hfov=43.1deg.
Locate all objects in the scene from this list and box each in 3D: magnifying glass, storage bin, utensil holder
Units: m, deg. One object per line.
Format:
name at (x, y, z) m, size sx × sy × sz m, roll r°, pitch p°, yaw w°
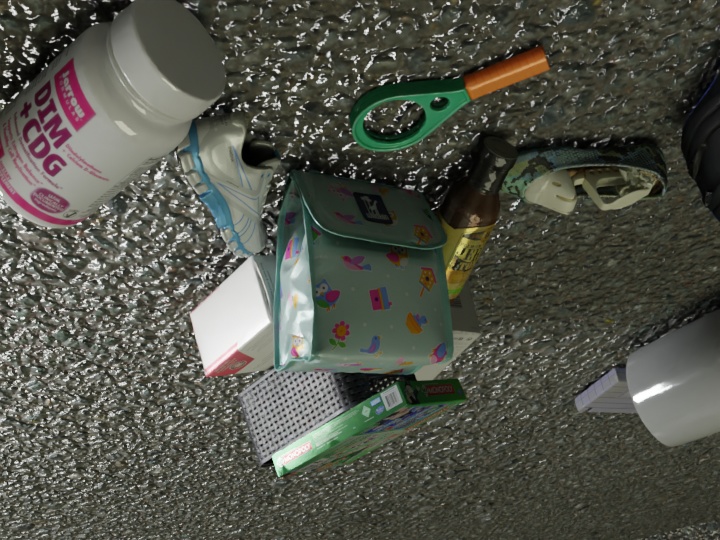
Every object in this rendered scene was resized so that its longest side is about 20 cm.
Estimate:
magnifying glass at (0.082, -0.164, 0.864) m, size 0.196 × 0.023 × 0.080 m, roll -21°, pitch 147°, yaw 16°
storage bin at (-0.039, 0.151, 1.103) m, size 0.134 × 0.095 × 0.199 m, roll -1°, pitch 152°, yaw -47°
utensil holder at (0.526, 0.158, 1.375) m, size 0.168 × 0.173 × 0.199 m, roll 19°, pitch 141°, yaw -39°

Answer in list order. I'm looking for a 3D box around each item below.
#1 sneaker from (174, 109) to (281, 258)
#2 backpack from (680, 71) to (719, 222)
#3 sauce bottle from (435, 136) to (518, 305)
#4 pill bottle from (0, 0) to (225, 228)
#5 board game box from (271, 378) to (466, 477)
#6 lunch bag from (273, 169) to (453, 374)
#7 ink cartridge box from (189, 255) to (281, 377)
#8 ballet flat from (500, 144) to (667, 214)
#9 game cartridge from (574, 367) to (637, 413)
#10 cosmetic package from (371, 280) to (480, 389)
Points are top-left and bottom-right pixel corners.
sneaker at (-0.112, -0.083, 0.897) m, size 0.085 × 0.076 × 0.201 m, roll -21°, pitch 151°, yaw 1°
backpack at (0.423, -0.131, 0.876) m, size 0.164 × 0.165 × 0.201 m, roll 0°, pitch 148°, yaw -21°
sauce bottle at (0.110, -0.049, 0.983) m, size 0.063 × 0.065 × 0.202 m, roll 5°, pitch 130°, yaw -22°
pill bottle at (-0.210, -0.129, 0.748) m, size 0.198 × 0.115 × 0.112 m, roll -30°, pitch 144°, yaw 30°
board game box at (0.010, 0.181, 1.049) m, size 0.198 × 0.030 × 0.133 m, roll -34°, pitch 159°, yaw 28°
lunch bag at (0.000, 0.000, 0.942) m, size 0.167 × 0.205 × 0.121 m, roll 5°, pitch 165°, yaw -26°
ink cartridge box at (-0.076, 0.051, 1.065) m, size 0.197 × 0.086 × 0.145 m, roll 1°, pitch 151°, yaw -45°
ballet flat at (0.237, -0.095, 0.975) m, size 0.195 × 0.076 × 0.075 m, roll -8°, pitch 150°, yaw -3°
game cartridge at (0.486, 0.207, 1.576) m, size 0.196 × 0.039 × 0.130 m, roll 5°, pitch 142°, yaw -23°
cosmetic package at (0.065, 0.081, 1.177) m, size 0.083 × 0.110 × 0.201 m, roll 6°, pitch 144°, yaw -26°
